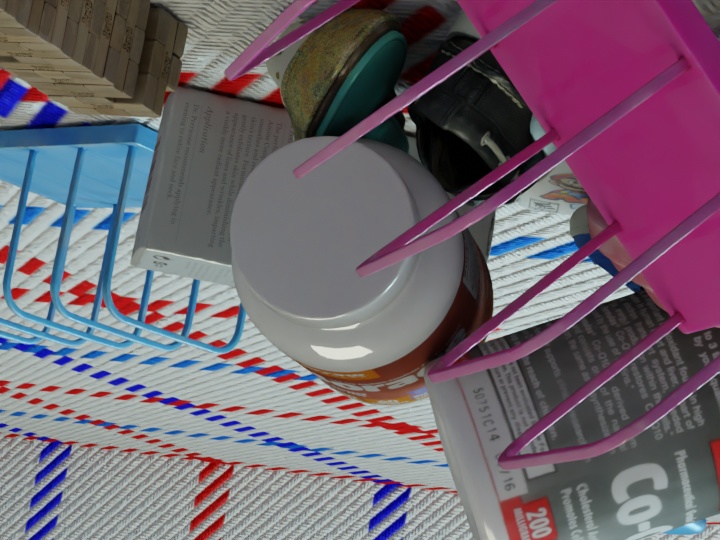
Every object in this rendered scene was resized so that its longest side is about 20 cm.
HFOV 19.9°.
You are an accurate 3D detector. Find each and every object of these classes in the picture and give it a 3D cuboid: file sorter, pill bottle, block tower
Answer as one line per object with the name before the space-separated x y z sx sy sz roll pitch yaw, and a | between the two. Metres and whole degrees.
file sorter | 0.060 -0.038 0.767 0.200 0.125 0.139 56 161 -3
pill bottle | 0.140 0.068 0.985 0.199 0.114 0.114 -18 168 -1
pill bottle | 0.000 0.000 1.003 0.112 0.113 0.200 7 171 12
block tower | -0.152 -0.125 0.966 0.058 0.054 0.200 4 168 25
file sorter | -0.182 -0.017 1.362 0.200 0.123 0.139 1 165 39

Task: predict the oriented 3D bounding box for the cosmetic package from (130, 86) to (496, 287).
cosmetic package | -0.025 -0.034 1.197 0.199 0.102 0.074 13 169 -9

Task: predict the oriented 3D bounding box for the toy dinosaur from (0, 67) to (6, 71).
toy dinosaur | -0.227 -0.135 1.031 0.200 0.105 0.181 -27 176 -33

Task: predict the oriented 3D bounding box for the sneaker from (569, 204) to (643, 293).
sneaker | 0.200 0.032 1.171 0.200 0.112 0.077 17 166 -32

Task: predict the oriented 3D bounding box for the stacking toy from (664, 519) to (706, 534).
stacking toy | 0.188 0.033 1.089 0.116 0.200 0.110 27 -160 -48

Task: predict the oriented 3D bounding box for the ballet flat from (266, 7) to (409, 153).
ballet flat | -0.015 -0.091 1.018 0.070 0.071 0.200 9 167 6

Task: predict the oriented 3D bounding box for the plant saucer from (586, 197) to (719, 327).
plant saucer | 0.205 -0.020 0.936 0.200 0.051 0.201 -9 -164 2

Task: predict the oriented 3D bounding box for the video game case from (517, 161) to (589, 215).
video game case | 0.188 -0.050 1.125 0.199 0.024 0.182 9 169 4

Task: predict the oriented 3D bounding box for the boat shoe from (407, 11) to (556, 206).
boat shoe | 0.055 -0.067 1.017 0.076 0.060 0.200 31 170 15
